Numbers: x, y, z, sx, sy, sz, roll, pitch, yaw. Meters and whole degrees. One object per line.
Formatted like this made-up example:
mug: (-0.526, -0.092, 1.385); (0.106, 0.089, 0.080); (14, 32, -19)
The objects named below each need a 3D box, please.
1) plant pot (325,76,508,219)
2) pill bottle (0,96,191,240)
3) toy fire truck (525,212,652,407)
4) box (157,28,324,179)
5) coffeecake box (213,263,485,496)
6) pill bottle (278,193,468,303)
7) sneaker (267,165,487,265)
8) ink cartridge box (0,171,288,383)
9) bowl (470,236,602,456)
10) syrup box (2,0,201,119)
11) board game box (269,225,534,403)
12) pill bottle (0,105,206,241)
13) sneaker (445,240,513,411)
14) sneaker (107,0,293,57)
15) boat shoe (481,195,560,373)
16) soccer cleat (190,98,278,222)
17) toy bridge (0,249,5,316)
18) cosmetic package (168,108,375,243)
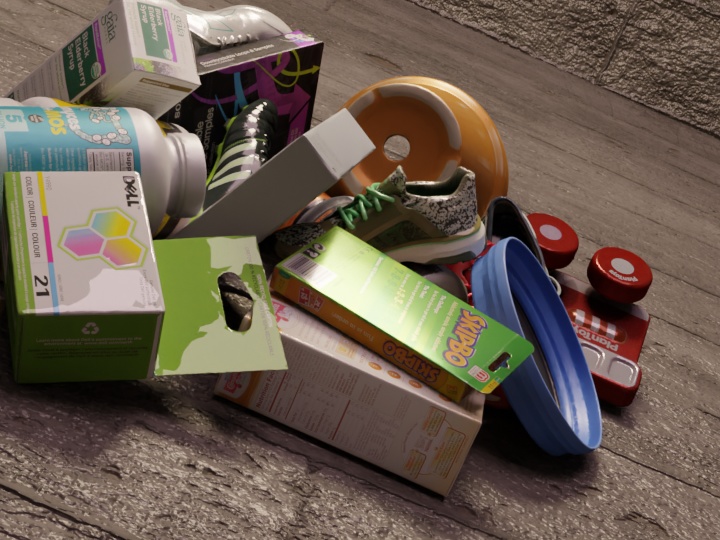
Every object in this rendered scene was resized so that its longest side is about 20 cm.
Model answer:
plant pot: (0.046, -0.107, 1.645); (0.200, 0.201, 0.183); (27, -3, 9)
pill bottle: (-0.249, -0.089, 1.441); (0.199, 0.115, 0.114); (8, 24, -40)
toy fire truck: (0.198, 0.045, 1.667); (0.199, 0.112, 0.168); (24, 36, 3)
box: (-0.127, -0.151, 1.635); (0.200, 0.143, 0.036); (-21, 45, -38)
coffeecake box: (-0.002, 0.084, 1.327); (0.199, 0.073, 0.154); (24, 18, 0)
pill bottle: (0.000, 0.000, 1.517); (0.106, 0.107, 0.200); (6, 25, -44)
sneaker: (0.015, -0.051, 1.418); (0.199, 0.089, 0.077); (-9, 32, -18)
ink cartridge box: (-0.157, 0.001, 1.208); (0.199, 0.076, 0.148); (-2, 46, -17)
bowl: (0.154, 0.070, 1.450); (0.201, 0.039, 0.201); (54, 22, -34)
syrup box: (-0.241, -0.166, 1.520); (0.081, 0.200, 0.079); (8, 61, -43)
board game box: (0.034, 0.036, 1.311); (0.200, 0.030, 0.095); (29, 34, 19)
pill bottle: (-0.228, -0.075, 1.315); (0.199, 0.111, 0.111); (-2, 28, -25)
sneaker: (0.102, 0.037, 1.524); (0.078, 0.116, 0.200); (7, 24, -43)
sneaker: (-0.151, -0.226, 1.643); (0.200, 0.071, 0.080); (6, 33, -29)
boat shoe: (0.155, 0.020, 1.591); (0.075, 0.062, 0.201); (-5, 59, -1)
soccer cleat: (-0.109, -0.085, 1.567); (0.081, 0.068, 0.200); (13, 51, 17)
toy bridge: (-0.260, 0.004, 1.301); (0.067, 0.027, 0.200); (28, 19, 16)
cosmetic package: (-0.090, -0.051, 1.400); (0.052, 0.200, 0.151); (53, 18, -1)
